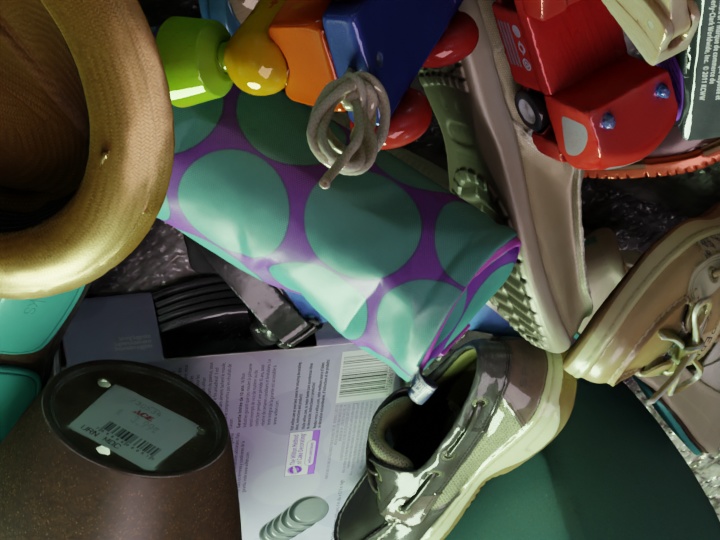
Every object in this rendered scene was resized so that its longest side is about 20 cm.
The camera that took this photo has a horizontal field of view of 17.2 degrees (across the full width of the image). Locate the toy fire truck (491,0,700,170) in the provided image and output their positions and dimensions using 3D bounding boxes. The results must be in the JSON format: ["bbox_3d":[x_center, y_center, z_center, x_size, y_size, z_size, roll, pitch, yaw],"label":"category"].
[{"bbox_3d":[0.099,-0.125,0.968,0.049,0.141,0.200,-28,117,-18],"label":"toy fire truck"}]

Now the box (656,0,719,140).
[{"bbox_3d":[0.223,-0.147,1.032,0.199,0.122,0.106,-10,141,-6],"label":"box"}]

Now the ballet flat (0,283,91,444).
[{"bbox_3d":[-0.178,0.027,1.165,0.068,0.069,0.200,13,134,-29],"label":"ballet flat"}]

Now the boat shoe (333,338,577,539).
[{"bbox_3d":[0.034,0.089,1.232,0.066,0.072,0.201,20,139,-24],"label":"boat shoe"}]

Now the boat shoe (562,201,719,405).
[{"bbox_3d":[0.171,0.013,1.178,0.200,0.063,0.073,-32,163,-47],"label":"boat shoe"}]

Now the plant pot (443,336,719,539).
[{"bbox_3d":[0.106,0.146,1.290,0.141,0.200,0.141,22,130,-35],"label":"plant pot"}]

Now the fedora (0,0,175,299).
[{"bbox_3d":[-0.153,-0.090,0.984,0.200,0.082,0.201,8,116,18],"label":"fedora"}]

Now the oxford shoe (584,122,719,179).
[{"bbox_3d":[0.178,-0.098,1.140,0.199,0.071,0.073,-17,111,12],"label":"oxford shoe"}]

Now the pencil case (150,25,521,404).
[{"bbox_3d":[-0.033,-0.028,1.056,0.200,0.085,0.092,32,142,5],"label":"pencil case"}]

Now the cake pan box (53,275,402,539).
[{"bbox_3d":[-0.074,0.083,1.280,0.184,0.052,0.200,-7,141,-12],"label":"cake pan box"}]

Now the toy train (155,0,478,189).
[{"bbox_3d":[-0.034,-0.086,0.964,0.115,0.200,0.085,-3,121,24],"label":"toy train"}]

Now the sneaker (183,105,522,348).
[{"bbox_3d":[0.000,-0.001,1.176,0.200,0.077,0.111,31,118,-36],"label":"sneaker"}]

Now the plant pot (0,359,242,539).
[{"bbox_3d":[-0.132,0.152,1.187,0.186,0.187,0.200,4,124,-21],"label":"plant pot"}]

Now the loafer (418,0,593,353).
[{"bbox_3d":[0.078,-0.055,1.096,0.068,0.076,0.200,-24,116,-17],"label":"loafer"}]

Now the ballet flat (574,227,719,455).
[{"bbox_3d":[0.161,0.037,1.289,0.069,0.070,0.200,-30,139,19],"label":"ballet flat"}]
